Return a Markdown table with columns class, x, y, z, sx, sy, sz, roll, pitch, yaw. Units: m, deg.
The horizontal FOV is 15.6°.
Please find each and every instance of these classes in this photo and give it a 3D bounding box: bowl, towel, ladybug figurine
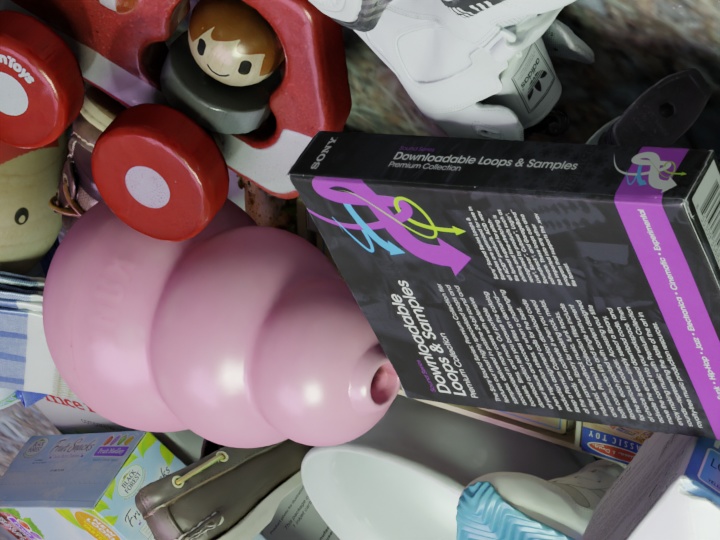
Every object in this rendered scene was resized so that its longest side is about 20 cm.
| class | x | y | z | sx | sy | sz | roll | pitch | yaw |
| --- | --- | --- | --- | --- | --- | --- | --- | --- | --- |
| bowl | 0.072 | 0.128 | 1.475 | 0.200 | 0.091 | 0.201 | 29 | 157 | 14 |
| towel | -0.126 | 0.044 | 1.443 | 0.199 | 0.024 | 0.147 | 8 | 158 | -4 |
| ladybug figurine | -0.236 | -0.084 | 1.409 | 0.200 | 0.135 | 0.072 | 55 | -177 | 12 |

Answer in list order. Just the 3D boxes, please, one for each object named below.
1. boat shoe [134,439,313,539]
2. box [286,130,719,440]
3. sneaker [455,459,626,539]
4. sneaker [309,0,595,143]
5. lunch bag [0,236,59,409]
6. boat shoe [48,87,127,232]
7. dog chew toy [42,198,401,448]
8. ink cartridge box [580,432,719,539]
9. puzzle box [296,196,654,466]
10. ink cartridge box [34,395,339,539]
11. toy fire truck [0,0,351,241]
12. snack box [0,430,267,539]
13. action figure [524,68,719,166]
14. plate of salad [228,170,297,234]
| class | x | y | z | sx | sy | sz | roll | pitch | yaw |
| --- | --- | --- | --- | --- | --- | --- | --- | --- | --- |
| boat shoe | -0.065 | 0.109 | 1.531 | 0.072 | 0.200 | 0.060 | -30 | 97 | 36 |
| box | 0.079 | 0.005 | 1.117 | 0.199 | 0.036 | 0.143 | 5 | 137 | 35 |
| sneaker | 0.120 | 0.132 | 1.351 | 0.076 | 0.081 | 0.199 | -19 | 150 | 39 |
| sneaker | 0.064 | -0.106 | 1.070 | 0.115 | 0.075 | 0.199 | 46 | 159 | -26 |
| lunch bag | -0.215 | -0.010 | 1.542 | 0.200 | 0.075 | 0.161 | 91 | 155 | -66 |
| boat shoe | -0.124 | -0.040 | 1.380 | 0.072 | 0.072 | 0.200 | 33 | 174 | 4 |
| dog chew toy | -0.061 | 0.029 | 1.268 | 0.199 | 0.125 | 0.125 | 18 | 152 | 41 |
| ink cartridge box | 0.159 | 0.113 | 1.209 | 0.076 | 0.200 | 0.137 | 35 | 119 | -1 |
| puzzle box | 0.064 | 0.026 | 1.303 | 0.199 | 0.026 | 0.133 | 16 | 142 | 15 |
| ink cartridge box | -0.112 | 0.103 | 1.681 | 0.144 | 0.084 | 0.200 | 9 | 145 | 45 |
| toy fire truck | -0.092 | -0.123 | 1.219 | 0.199 | 0.112 | 0.168 | 32 | 138 | 6 |
| snack box | -0.120 | 0.187 | 1.659 | 0.200 | 0.068 | 0.168 | 43 | 155 | -23 |
| action figure | 0.104 | -0.021 | 1.161 | 0.130 | 0.069 | 0.200 | 49 | 149 | -5 |
| plate of salad | 0.000 | 0.000 | 1.383 | 0.199 | 0.048 | 0.200 | 28 | 155 | 14 |
